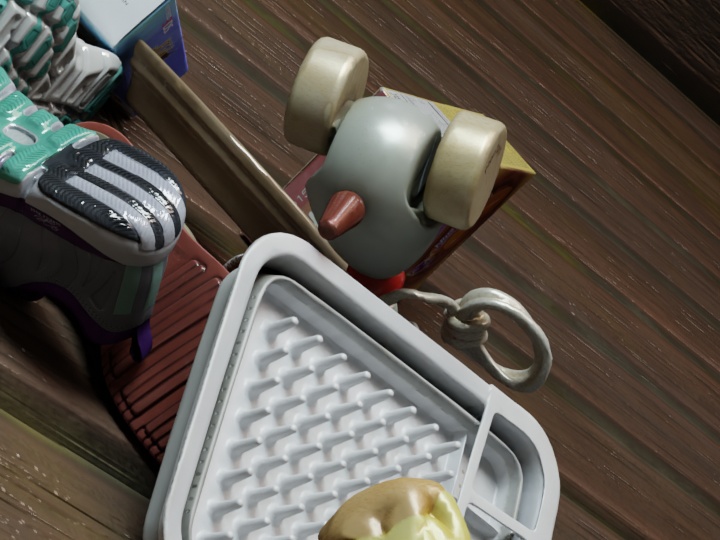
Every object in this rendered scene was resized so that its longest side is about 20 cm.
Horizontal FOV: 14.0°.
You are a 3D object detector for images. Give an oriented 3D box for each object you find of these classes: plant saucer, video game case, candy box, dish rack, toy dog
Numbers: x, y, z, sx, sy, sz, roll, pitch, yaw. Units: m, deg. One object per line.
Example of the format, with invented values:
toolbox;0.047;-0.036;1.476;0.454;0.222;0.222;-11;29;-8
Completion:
plant saucer;-0.050;-0.031;1.442;0.200;0.029;0.200;49;-1;2
video game case;-0.168;-0.175;1.527;0.181;0.045;0.200;47;-6;4
candy box;0.019;-0.040;1.688;0.057;0.117;0.200;49;14;15
dish rack;-0.007;0.099;1.211;0.200;0.043;0.172;39;53;-32
toy dog;0.000;0.000;1.281;0.096;0.131;0.201;-54;142;-41

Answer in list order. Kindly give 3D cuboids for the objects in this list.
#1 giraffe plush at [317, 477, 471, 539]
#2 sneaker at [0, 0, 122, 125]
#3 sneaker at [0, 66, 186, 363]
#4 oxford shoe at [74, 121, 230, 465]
giraffe plush;0.041;0.196;1.019;0.200;0.172;0.162;42;-13;32
sneaker;-0.177;-0.115;1.370;0.091;0.078;0.200;41;-7;12
sneaker;-0.164;-0.034;1.247;0.199;0.088;0.074;33;41;26
oxford shoe;-0.080;0.025;1.288;0.201;0.070;0.075;64;2;30
